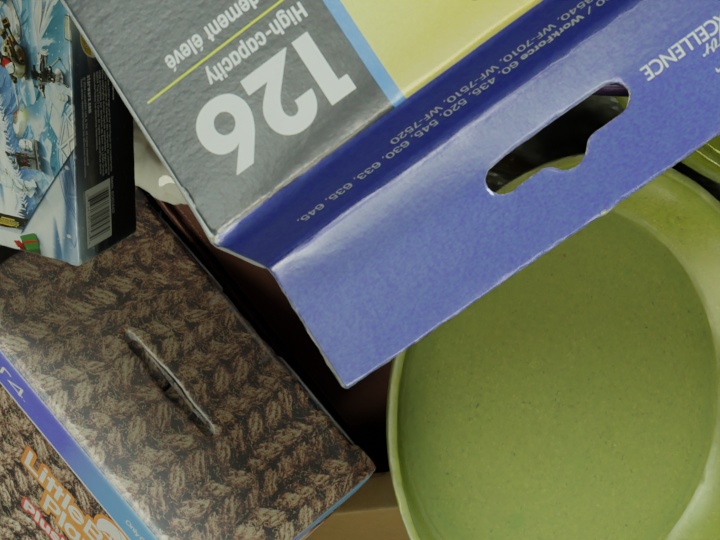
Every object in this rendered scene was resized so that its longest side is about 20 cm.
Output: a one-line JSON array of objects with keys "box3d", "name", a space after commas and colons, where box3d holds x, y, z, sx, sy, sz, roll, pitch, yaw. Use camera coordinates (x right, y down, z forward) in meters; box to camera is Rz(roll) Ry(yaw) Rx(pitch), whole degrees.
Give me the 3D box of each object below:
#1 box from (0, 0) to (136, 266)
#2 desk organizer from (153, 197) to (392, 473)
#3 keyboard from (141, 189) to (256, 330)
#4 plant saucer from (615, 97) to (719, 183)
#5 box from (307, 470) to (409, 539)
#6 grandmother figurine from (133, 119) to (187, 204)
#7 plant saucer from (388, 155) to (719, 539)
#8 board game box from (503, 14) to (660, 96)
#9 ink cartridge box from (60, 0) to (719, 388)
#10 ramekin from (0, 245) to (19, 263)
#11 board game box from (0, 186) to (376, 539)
[{"box3d": [-0.145, -0.112, 0.689, 0.136, 0.040, 0.201, 14, 117, 25], "name": "box"}, {"box3d": [0.000, 0.000, 0.860, 0.077, 0.072, 0.200, -18, 124, 29], "name": "desk organizer"}, {"box3d": [-0.102, 0.030, 0.943, 0.103, 0.040, 0.201, 9, 133, 6], "name": "keyboard"}, {"box3d": [0.176, -0.092, 0.739, 0.199, 0.031, 0.201, 10, 134, 10], "name": "plant saucer"}, {"box3d": [0.034, 0.126, 0.918, 0.163, 0.021, 0.200, 21, 160, -31], "name": "box"}, {"box3d": [-0.035, -0.112, 0.732, 0.121, 0.060, 0.201, 45, 118, 28], "name": "grandmother figurine"}, {"box3d": [0.089, 0.054, 0.804, 0.200, 0.200, 0.031, 47, 160, -24], "name": "plant saucer"}, {"box3d": [0.138, -0.135, 0.610, 0.198, 0.057, 0.167, 2, 94, 3], "name": "board game box"}, {"box3d": [0.013, -0.100, 0.578, 0.197, 0.047, 0.201, -35, 82, 13], "name": "ink cartridge box"}, {"box3d": [-0.253, -0.009, 0.924, 0.201, 0.095, 0.203, 10, 135, 10], "name": "ramekin"}, {"box3d": [-0.111, 0.088, 0.864, 0.160, 0.097, 0.200, 49, 145, 7], "name": "board game box"}]
